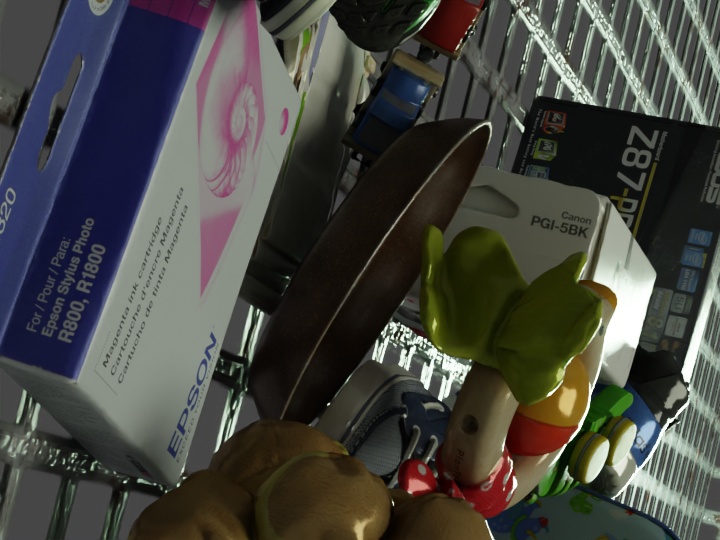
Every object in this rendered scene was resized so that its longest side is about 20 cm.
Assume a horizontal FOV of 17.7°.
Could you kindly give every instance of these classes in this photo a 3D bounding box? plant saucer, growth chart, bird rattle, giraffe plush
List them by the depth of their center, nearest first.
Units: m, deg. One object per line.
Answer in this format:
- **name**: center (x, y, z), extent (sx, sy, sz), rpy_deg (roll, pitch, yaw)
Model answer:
- **giraffe plush**: center (-0.030, 0.138, 1.049), extent (0.162, 0.172, 0.200), rpy_deg (-88, -161, -60)
- **growth chart**: center (-0.027, -0.069, 1.182), extent (0.145, 0.018, 0.201), rpy_deg (57, 48, -67)
- **plant saucer**: center (0.000, 0.000, 1.188), extent (0.200, 0.034, 0.200), rpy_deg (-54, 171, -13)
- **bird rattle**: center (0.081, 0.077, 1.201), extent (0.163, 0.112, 0.201), rpy_deg (-15, 118, -56)

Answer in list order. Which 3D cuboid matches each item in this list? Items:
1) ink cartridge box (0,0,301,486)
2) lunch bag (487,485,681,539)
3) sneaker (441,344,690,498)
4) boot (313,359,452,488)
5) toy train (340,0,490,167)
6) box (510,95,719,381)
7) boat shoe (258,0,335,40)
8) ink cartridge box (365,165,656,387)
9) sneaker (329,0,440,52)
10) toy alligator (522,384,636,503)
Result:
- **ink cartridge box**: center (-0.088, -0.031, 0.968), extent (0.200, 0.043, 0.197), rpy_deg (64, 42, -67)
- **lunch bag**: center (0.094, 0.207, 1.449), extent (0.161, 0.200, 0.083), rpy_deg (-58, 156, -23)
- **sneaker**: center (0.138, 0.087, 1.530), extent (0.111, 0.200, 0.077), rpy_deg (-44, 110, -22)
- **boot**: center (0.029, 0.102, 1.315), extent (0.073, 0.090, 0.200), rpy_deg (-56, 171, 11)
- **toy train**: center (0.048, -0.133, 1.177), extent (0.200, 0.034, 0.046), rpy_deg (-59, -171, 21)
- **box**: center (0.174, -0.017, 1.634), extent (0.049, 0.161, 0.200), rpy_deg (69, 37, -62)
- **boat shoe**: center (-0.025, -0.182, 0.985), extent (0.075, 0.062, 0.200), rpy_deg (-32, -140, 45)
- **ink cartridge box**: center (0.086, 0.001, 1.381), extent (0.200, 0.146, 0.083), rpy_deg (38, 67, -71)
- **sneaker**: center (0.031, -0.194, 1.168), extent (0.085, 0.078, 0.200), rpy_deg (75, 27, -62)
- **toy alligator**: center (0.107, 0.112, 1.357), extent (0.200, 0.059, 0.054), rpy_deg (-20, 131, -57)
